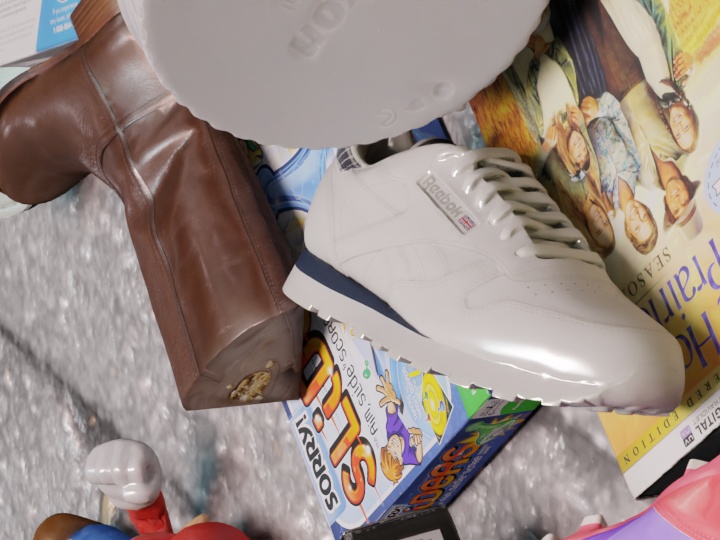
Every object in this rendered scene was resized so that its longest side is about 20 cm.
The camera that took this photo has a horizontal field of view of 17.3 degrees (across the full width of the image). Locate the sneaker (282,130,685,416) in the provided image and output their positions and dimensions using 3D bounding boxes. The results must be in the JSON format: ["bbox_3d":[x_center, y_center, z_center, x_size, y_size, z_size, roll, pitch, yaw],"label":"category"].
[{"bbox_3d":[0.043,-0.003,0.836,0.200,0.076,0.081,25,97,51],"label":"sneaker"}]

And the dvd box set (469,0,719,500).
[{"bbox_3d":[0.105,-0.041,0.823,0.146,0.029,0.200,-49,54,48],"label":"dvd box set"}]

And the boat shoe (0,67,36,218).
[{"bbox_3d":[-0.180,-0.126,1.231,0.076,0.060,0.200,-6,87,30],"label":"boat shoe"}]

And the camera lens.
[{"bbox_3d":[-0.023,-0.164,0.856,0.200,0.160,0.160,-105,31,-41],"label":"camera lens"}]

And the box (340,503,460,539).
[{"bbox_3d":[0.034,0.211,0.913,0.160,0.043,0.200,110,143,-62],"label":"box"}]

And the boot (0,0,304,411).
[{"bbox_3d":[-0.096,-0.009,1.053,0.186,0.064,0.200,-50,57,51],"label":"boot"}]

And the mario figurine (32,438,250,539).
[{"bbox_3d":[-0.119,0.154,1.122,0.123,0.106,0.200,51,156,-10],"label":"mario figurine"}]

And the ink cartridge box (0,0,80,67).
[{"bbox_3d":[-0.135,-0.205,1.139,0.116,0.067,0.200,-6,89,58],"label":"ink cartridge box"}]

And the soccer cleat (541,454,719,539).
[{"bbox_3d":[0.096,0.120,0.795,0.200,0.067,0.077,-48,23,56],"label":"soccer cleat"}]

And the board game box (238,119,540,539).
[{"bbox_3d":[0.000,0.000,0.986,0.135,0.034,0.200,-53,50,46],"label":"board game box"}]
